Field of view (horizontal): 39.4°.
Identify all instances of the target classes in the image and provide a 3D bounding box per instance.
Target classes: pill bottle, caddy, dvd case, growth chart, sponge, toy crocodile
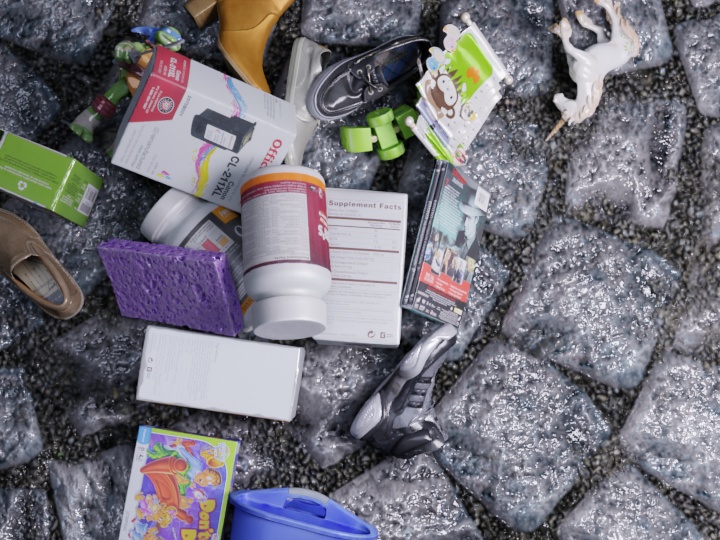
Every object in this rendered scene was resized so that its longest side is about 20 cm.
[{"bbox_3d":[-0.190,-0.021,1.350,0.200,0.116,0.116,42,84,3],"label":"pill bottle"},{"bbox_3d":[-0.078,0.334,1.298,0.200,0.141,0.105,15,88,0],"label":"caddy"},{"bbox_3d":[0.118,-0.031,1.350,0.022,0.146,0.200,11,83,33],"label":"dvd case"},{"bbox_3d":[0.133,-0.240,1.375,0.145,0.018,0.200,40,70,-30],"label":"growth chart"},{"bbox_3d":[-0.249,0.020,1.316,0.200,0.030,0.112,7,123,29],"label":"sponge"},{"bbox_3d":[-0.092,-0.021,1.252,0.109,0.110,0.200,-4,71,-1],"label":"pill bottle"},{"bbox_3d":[0.068,-0.211,1.408,0.200,0.062,0.068,-24,115,-6],"label":"toy crocodile"}]

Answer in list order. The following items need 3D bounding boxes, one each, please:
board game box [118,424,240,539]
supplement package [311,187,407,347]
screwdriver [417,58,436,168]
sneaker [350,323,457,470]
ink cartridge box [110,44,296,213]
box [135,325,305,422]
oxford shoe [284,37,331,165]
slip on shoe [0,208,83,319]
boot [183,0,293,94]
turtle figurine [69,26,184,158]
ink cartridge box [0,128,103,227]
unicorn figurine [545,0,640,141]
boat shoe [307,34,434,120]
[{"bbox_3d":[-0.244,0.316,1.344,0.134,0.045,0.200,9,83,0],"label":"board game box"},{"bbox_3d":[0.000,0.000,1.350,0.117,0.117,0.200,4,83,2],"label":"supplement package"},{"bbox_3d":[0.101,-0.194,1.384,0.028,0.029,0.200,-19,106,-8],"label":"screwdriver"},{"bbox_3d":[0.086,0.173,1.352,0.114,0.075,0.200,40,94,2],"label":"sneaker"},{"bbox_3d":[-0.200,-0.177,1.303,0.200,0.083,0.146,21,122,-20],"label":"ink cartridge box"},{"bbox_3d":[-0.180,0.135,1.327,0.200,0.124,0.098,8,85,0],"label":"box"},{"bbox_3d":[-0.075,-0.229,1.399,0.058,0.075,0.200,7,78,3],"label":"oxford shoe"},{"bbox_3d":[-0.461,-0.013,1.372,0.076,0.061,0.200,-42,86,-5],"label":"slip on shoe"},{"bbox_3d":[-0.141,-0.346,1.413,0.144,0.071,0.201,-36,81,-4],"label":"boot"},{"bbox_3d":[-0.287,-0.234,1.355,0.200,0.144,0.194,38,93,19],"label":"turtle figurine"},{"bbox_3d":[-0.464,-0.137,1.344,0.200,0.148,0.076,21,84,3],"label":"ink cartridge box"},{"bbox_3d":[0.320,-0.295,1.410,0.200,0.074,0.137,-32,95,-10],"label":"unicorn figurine"},{"bbox_3d":[0.020,-0.267,1.383,0.200,0.066,0.070,-30,109,-22],"label":"boat shoe"}]
